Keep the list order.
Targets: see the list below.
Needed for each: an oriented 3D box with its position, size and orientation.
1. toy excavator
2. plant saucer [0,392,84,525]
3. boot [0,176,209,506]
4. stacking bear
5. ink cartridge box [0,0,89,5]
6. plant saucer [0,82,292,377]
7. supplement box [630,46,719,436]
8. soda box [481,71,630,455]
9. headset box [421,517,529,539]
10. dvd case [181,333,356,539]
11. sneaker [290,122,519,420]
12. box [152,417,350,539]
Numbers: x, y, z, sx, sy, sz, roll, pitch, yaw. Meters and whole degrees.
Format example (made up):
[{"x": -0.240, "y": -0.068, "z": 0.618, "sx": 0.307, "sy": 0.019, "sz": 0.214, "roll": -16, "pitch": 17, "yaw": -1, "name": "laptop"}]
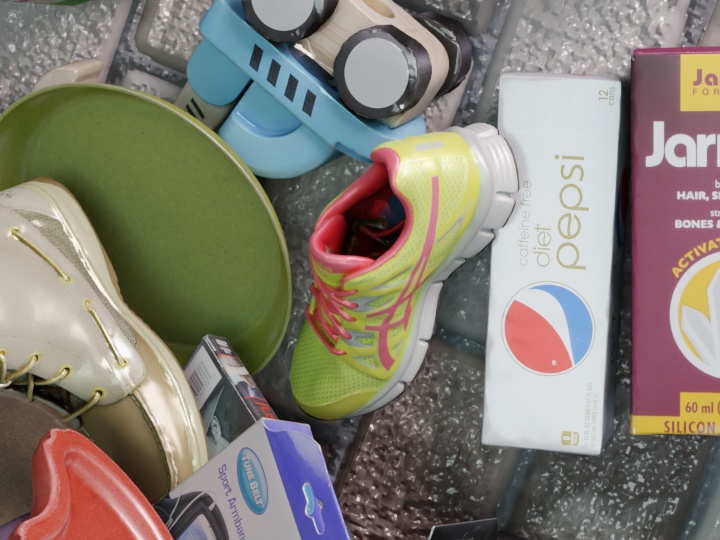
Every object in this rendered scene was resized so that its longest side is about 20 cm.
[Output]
[{"x": -0.068, "y": -0.096, "z": 1.176, "sx": 0.194, "sy": 0.100, "sz": 0.200, "roll": 40, "pitch": 111, "yaw": 7, "name": "toy excavator"}, {"x": -0.232, "y": 0.123, "z": 1.211, "sx": 0.199, "sy": 0.201, "sz": 0.037, "roll": 6, "pitch": 141, "yaw": 12, "name": "plant saucer"}, {"x": -0.177, "y": 0.055, "z": 1.113, "sx": 0.072, "sy": 0.154, "sz": 0.201, "roll": -36, "pitch": 81, "yaw": 38, "name": "boot"}, {"x": -0.191, "y": 0.194, "z": 1.084, "sx": 0.200, "sy": 0.122, "sz": 0.114, "roll": -37, "pitch": 113, "yaw": 23, "name": "stacking bear"}, {"x": -0.167, "y": -0.220, "z": 1.122, "sx": 0.087, "sy": 0.200, "sz": 0.146, "roll": -13, "pitch": 93, "yaw": 13, "name": "ink cartridge box"}, {"x": -0.121, "y": -0.021, "z": 1.185, "sx": 0.199, "sy": 0.031, "sz": 0.201, "roll": 14, "pitch": 127, "yaw": 20, "name": "plant saucer"}, {"x": 0.199, "y": -0.017, "z": 1.122, "sx": 0.110, "sy": 0.086, "sz": 0.201, "roll": 0, "pitch": 96, "yaw": 13, "name": "supplement box"}, {"x": 0.106, "y": -0.005, "z": 1.156, "sx": 0.068, "sy": 0.064, "sz": 0.201, "roll": 4, "pitch": 96, "yaw": 13, "name": "soda box"}, {"x": 0.040, "y": 0.231, "z": 1.147, "sx": 0.075, "sy": 0.148, "sz": 0.201, "roll": 14, "pitch": 100, "yaw": 46, "name": "headset box"}, {"x": -0.071, "y": 0.154, "z": 1.140, "sx": 0.146, "sy": 0.022, "sz": 0.200, "roll": -55, "pitch": 50, "yaw": 22, "name": "dvd case"}, {"x": 0.000, "y": 0.000, "z": 1.143, "sx": 0.078, "sy": 0.090, "sz": 0.201, "roll": 52, "pitch": 127, "yaw": 35, "name": "sneaker"}, {"x": -0.069, "y": 0.166, "z": 1.095, "sx": 0.200, "sy": 0.041, "sz": 0.120, "roll": -38, "pitch": 57, "yaw": 30, "name": "box"}]
